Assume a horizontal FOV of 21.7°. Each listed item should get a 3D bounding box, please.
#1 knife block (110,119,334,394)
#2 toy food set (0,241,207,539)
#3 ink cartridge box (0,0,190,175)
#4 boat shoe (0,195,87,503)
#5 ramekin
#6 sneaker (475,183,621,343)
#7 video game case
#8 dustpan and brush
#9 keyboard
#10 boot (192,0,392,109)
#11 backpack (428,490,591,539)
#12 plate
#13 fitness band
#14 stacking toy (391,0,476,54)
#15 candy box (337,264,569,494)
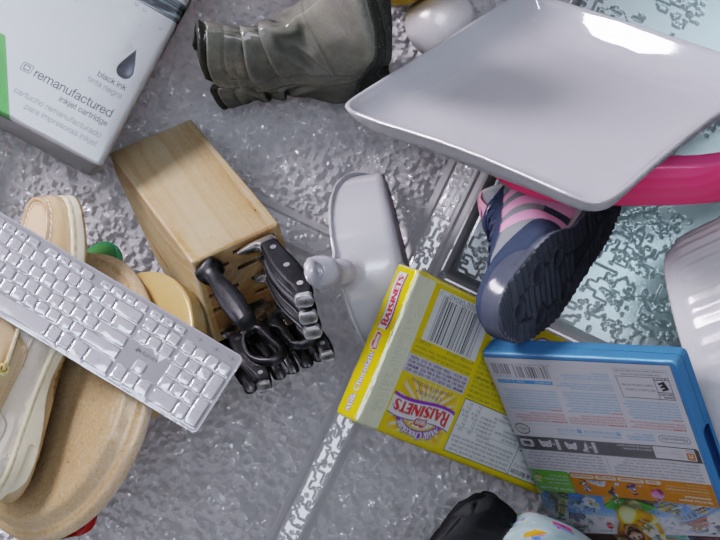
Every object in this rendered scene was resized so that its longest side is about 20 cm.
[{"bbox_3d":[-0.087,-0.016,1.211,0.064,0.176,0.200,-24,84,-15],"label":"knife block"},{"bbox_3d":[-0.191,0.079,1.229,0.198,0.049,0.200,23,91,47],"label":"toy food set"},{"bbox_3d":[-0.193,-0.186,1.259,0.147,0.083,0.200,27,82,-10],"label":"ink cartridge box"},{"bbox_3d":[-0.225,0.043,1.182,0.069,0.074,0.200,17,77,-28],"label":"boat shoe"},{"bbox_3d":[0.260,0.051,1.187,0.094,0.202,0.203,-18,85,15],"label":"ramekin"},{"bbox_3d":[0.104,-0.019,1.216,0.082,0.200,0.070,12,123,24],"label":"sneaker"},{"bbox_3d":[0.168,0.130,1.180,0.143,0.018,0.200,1,124,41],"label":"video game case"},{"bbox_3d":[0.000,0.000,1.196,0.057,0.200,0.140,-14,86,3],"label":"dustpan and brush"},{"bbox_3d":[-0.171,0.027,1.155,0.200,0.011,0.056,30,69,6],"label":"keyboard"},{"bbox_3d":[-0.046,-0.153,1.215,0.130,0.200,0.068,-4,69,-2],"label":"boot"},{"bbox_3d":[0.123,0.229,1.171,0.200,0.167,0.127,37,100,6],"label":"backpack"},{"bbox_3d":[0.126,-0.105,1.194,0.200,0.032,0.200,24,42,33],"label":"plate"},{"bbox_3d":[0.179,-0.092,1.227,0.200,0.144,0.037,-1,122,4],"label":"fitness band"},{"bbox_3d":[0.018,-0.229,1.264,0.146,0.146,0.200,-28,100,1],"label":"stacking toy"},{"bbox_3d":[0.080,0.076,1.210,0.200,0.026,0.102,26,88,-39],"label":"candy box"}]
